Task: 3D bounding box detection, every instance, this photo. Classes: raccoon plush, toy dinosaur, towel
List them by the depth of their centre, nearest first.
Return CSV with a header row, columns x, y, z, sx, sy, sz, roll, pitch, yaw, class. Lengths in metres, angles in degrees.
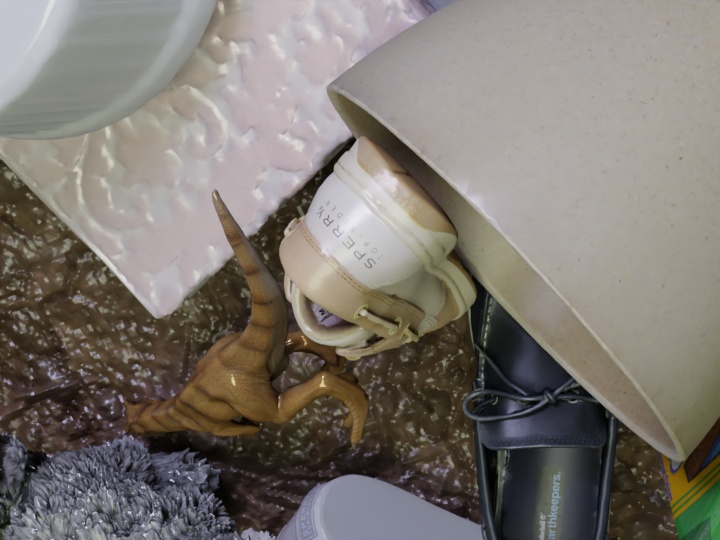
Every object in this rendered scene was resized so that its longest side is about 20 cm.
x,y,z,sx,sy,sz,roll,pitch,yaw,class
-0.086,-0.107,0.952,0.191,0.032,0.200,47,116,-4,towel
-0.048,0.043,0.980,0.105,0.061,0.200,6,150,-24,toy dinosaur
-0.116,0.136,0.984,0.199,0.134,0.098,10,99,-30,raccoon plush

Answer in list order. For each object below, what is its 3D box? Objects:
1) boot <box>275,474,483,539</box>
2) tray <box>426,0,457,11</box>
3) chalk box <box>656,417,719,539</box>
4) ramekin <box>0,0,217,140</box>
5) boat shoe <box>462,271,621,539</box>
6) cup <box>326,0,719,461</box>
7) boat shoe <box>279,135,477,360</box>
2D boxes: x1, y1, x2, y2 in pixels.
x,y,z,sx,sy,sz,roll,pitch,yaw,class
0.045,0.170,1.062,0.199,0.074,0.096,29,138,-10,boot
0.049,-0.131,0.935,0.106,0.022,0.202,-2,114,10,tray
0.219,0.027,0.912,0.124,0.124,0.201,17,118,-12,chalk box
-0.160,-0.147,0.887,0.199,0.098,0.202,5,102,25,ramekin
0.083,0.060,0.983,0.074,0.062,0.202,1,100,6,boat shoe
0.104,-0.048,0.864,0.143,0.200,0.200,-44,102,-2,cup
0.000,0.000,0.914,0.069,0.200,0.074,-43,77,-3,boat shoe
